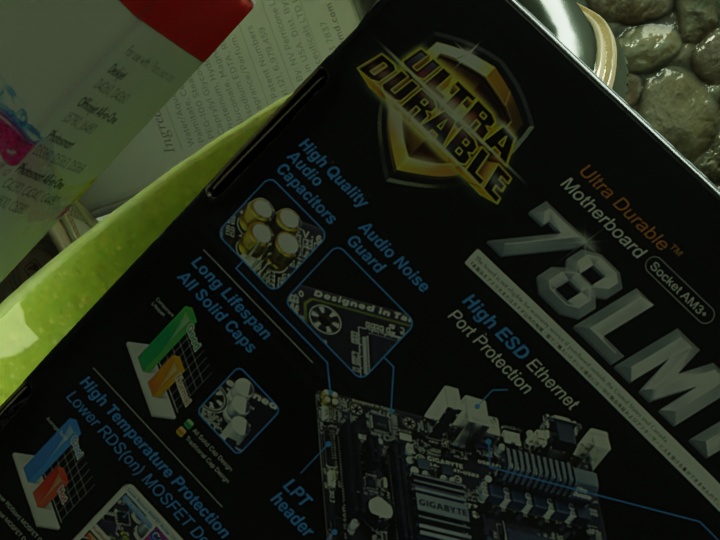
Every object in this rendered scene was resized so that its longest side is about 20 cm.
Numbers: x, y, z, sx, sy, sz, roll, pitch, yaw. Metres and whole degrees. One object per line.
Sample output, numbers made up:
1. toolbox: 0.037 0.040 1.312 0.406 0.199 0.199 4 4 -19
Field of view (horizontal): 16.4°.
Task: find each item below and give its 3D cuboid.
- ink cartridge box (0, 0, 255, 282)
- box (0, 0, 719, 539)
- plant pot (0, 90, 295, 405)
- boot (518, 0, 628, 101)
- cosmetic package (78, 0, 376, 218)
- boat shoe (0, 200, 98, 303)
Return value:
1. ink cartridge box: -0.110 -0.066 0.618 0.116 0.200 0.067 45 4 11
2. box: 0.021 0.072 0.501 0.200 0.199 0.050 44 4 16
3. plant pot: 0.003 0.063 0.709 0.185 0.200 0.200 54 1 -15
4. boot: 0.019 -0.120 0.874 0.138 0.077 0.200 51 11 -31
5. cosmetic package: -0.062 -0.101 1.028 0.123 0.199 0.199 69 21 -2
6. boat shoe: -0.154 -0.039 0.918 0.200 0.072 0.065 50 3 9
